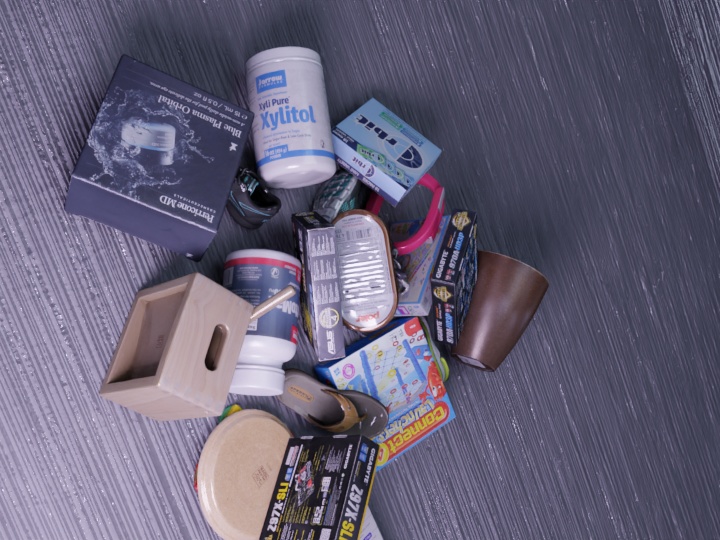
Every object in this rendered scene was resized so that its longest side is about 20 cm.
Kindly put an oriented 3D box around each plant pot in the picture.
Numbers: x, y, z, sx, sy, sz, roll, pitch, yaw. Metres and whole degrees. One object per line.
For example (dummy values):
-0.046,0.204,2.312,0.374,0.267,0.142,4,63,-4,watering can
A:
0.255,0.091,1.579,0.186,0.186,0.202,32,74,-36,plant pot

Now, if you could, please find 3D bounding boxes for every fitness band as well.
0.078,-0.107,1.455,0.038,0.142,0.201,68,35,-48,fitness band

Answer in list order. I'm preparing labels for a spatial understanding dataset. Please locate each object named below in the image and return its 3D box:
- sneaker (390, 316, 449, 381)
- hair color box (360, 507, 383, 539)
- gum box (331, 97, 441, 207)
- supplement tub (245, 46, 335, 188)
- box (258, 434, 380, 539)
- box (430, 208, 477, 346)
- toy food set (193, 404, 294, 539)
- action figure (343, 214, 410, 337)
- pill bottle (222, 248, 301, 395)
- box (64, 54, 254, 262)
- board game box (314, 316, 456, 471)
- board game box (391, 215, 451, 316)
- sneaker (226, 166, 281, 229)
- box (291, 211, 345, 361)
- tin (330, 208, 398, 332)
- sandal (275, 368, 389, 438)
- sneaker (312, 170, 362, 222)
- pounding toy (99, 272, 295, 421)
0.094,0.146,1.457,0.081,0.073,0.201,-45,111,-38,sneaker
-0.010,0.473,1.273,0.109,0.064,0.202,-33,106,-44,hair color box
0.041,-0.218,1.431,0.169,0.045,0.200,38,38,3,gum box
-0.115,-0.246,1.296,0.131,0.131,0.203,-3,82,-46,supplement tub
-0.063,0.334,1.115,0.049,0.159,0.202,36,55,-33,box
0.170,0.015,1.413,0.201,0.045,0.160,78,28,-53,box
-0.160,0.304,1.172,0.200,0.048,0.199,49,50,-25,toy food set
0.020,0.009,1.359,0.102,0.119,0.202,31,82,-29,action figure
-0.152,0.080,1.185,0.119,0.119,0.203,17,69,-42,pill bottle
-0.270,-0.149,1.080,0.195,0.117,0.202,21,64,-17,box
0.046,0.210,1.363,0.199,0.056,0.198,-28,100,-29,board game box
0.087,-0.008,1.438,0.034,0.133,0.201,51,49,-38,board game box
-0.203,-0.147,1.219,0.200,0.079,0.076,41,54,-29,sneaker
-0.066,0.019,1.232,0.048,0.161,0.203,-8,105,-13,box
0.000,0.000,1.286,0.042,0.110,0.203,-2,83,-83,tin
-0.045,0.217,1.256,0.199,0.055,0.082,30,92,-16,sandal
-0.040,-0.088,1.385,0.091,0.077,0.201,48,57,-38,sneaker
-0.216,0.094,1.068,0.142,0.183,0.202,34,57,-35,pounding toy
